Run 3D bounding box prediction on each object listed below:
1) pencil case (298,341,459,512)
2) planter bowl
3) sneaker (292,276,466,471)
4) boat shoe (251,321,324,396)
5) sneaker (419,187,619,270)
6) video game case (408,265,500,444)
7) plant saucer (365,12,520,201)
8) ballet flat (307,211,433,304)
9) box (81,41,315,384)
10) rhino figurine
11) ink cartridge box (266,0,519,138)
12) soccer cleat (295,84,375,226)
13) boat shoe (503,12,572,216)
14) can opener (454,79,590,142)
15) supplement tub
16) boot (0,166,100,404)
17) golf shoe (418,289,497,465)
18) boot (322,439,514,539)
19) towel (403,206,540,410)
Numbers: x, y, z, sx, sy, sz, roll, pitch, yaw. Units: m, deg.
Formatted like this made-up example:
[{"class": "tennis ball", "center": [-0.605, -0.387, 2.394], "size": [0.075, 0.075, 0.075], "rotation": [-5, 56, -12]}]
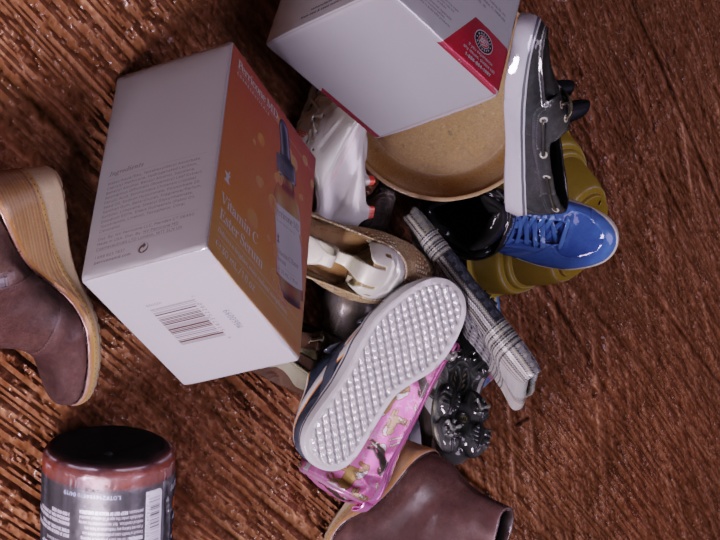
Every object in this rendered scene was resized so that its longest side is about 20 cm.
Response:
[{"class": "pencil case", "center": [0.018, 0.128, 1.497], "size": [0.083, 0.086, 0.201], "rotation": [33, 80, -27]}, {"class": "planter bowl", "center": [0.201, -0.050, 1.635], "size": [0.200, 0.083, 0.202], "rotation": [-36, 140, -38]}, {"class": "sneaker", "center": [0.008, 0.084, 1.379], "size": [0.078, 0.079, 0.200], "rotation": [45, 79, -15]}, {"class": "boat shoe", "center": [-0.091, 0.047, 1.353], "size": [0.075, 0.074, 0.202], "rotation": [-64, 154, -5]}, {"class": "sneaker", "center": [0.152, -0.040, 1.513], "size": [0.111, 0.198, 0.077], "rotation": [-52, 158, -76]}, {"class": "video game case", "center": [0.087, 0.090, 1.644], "size": [0.200, 0.018, 0.144], "rotation": [-37, 129, -40]}, {"class": "plant saucer", "center": [0.075, -0.163, 1.443], "size": [0.035, 0.198, 0.202], "rotation": [88, 17, -88]}, {"class": "ballet flat", "center": [-0.020, -0.009, 1.360], "size": [0.198, 0.065, 0.071], "rotation": [18, 103, -20]}, {"class": "box", "center": [-0.117, -0.043, 1.197], "size": [0.152, 0.105, 0.201], "rotation": [52, 32, -47]}, {"class": "rhino figurine", "center": [0.000, 0.000, 1.456], "size": [0.059, 0.087, 0.202], "rotation": [12, 91, -12]}, {"class": "ink cartridge box", "center": [0.039, -0.246, 1.308], "size": [0.145, 0.144, 0.201], "rotation": [37, 55, -33]}, {"class": "soccer cleat", "center": [-0.028, -0.132, 1.386], "size": [0.077, 0.069, 0.202], "rotation": [-2, 95, -18]}, {"class": "boat shoe", "center": [0.156, -0.132, 1.353], "size": [0.069, 0.056, 0.201], "rotation": [-70, 162, -47]}, {"class": "can opener", "center": [0.156, -0.157, 1.537], "size": [0.199, 0.079, 0.064], "rotation": [-27, 79, -43]}, {"class": "supplement tub", "center": [-0.201, 0.232, 1.238], "size": [0.107, 0.106, 0.202], "rotation": [-13, 112, -50]}, {"class": "boot", "center": [-0.277, 0.032, 1.115], "size": [0.166, 0.072, 0.202], "rotation": [-25, 123, -32]}, {"class": "golf shoe", "center": [0.091, 0.108, 1.593], "size": [0.077, 0.095, 0.201], "rotation": [23, 55, -14]}, {"class": "boot", "center": [0.049, 0.275, 1.511], "size": [0.072, 0.166, 0.202], "rotation": [4, 111, -51]}, {"class": "towel", "center": [0.101, 0.040, 1.476], "size": [0.034, 0.193, 0.200], "rotation": [-36, 168, -2]}]
